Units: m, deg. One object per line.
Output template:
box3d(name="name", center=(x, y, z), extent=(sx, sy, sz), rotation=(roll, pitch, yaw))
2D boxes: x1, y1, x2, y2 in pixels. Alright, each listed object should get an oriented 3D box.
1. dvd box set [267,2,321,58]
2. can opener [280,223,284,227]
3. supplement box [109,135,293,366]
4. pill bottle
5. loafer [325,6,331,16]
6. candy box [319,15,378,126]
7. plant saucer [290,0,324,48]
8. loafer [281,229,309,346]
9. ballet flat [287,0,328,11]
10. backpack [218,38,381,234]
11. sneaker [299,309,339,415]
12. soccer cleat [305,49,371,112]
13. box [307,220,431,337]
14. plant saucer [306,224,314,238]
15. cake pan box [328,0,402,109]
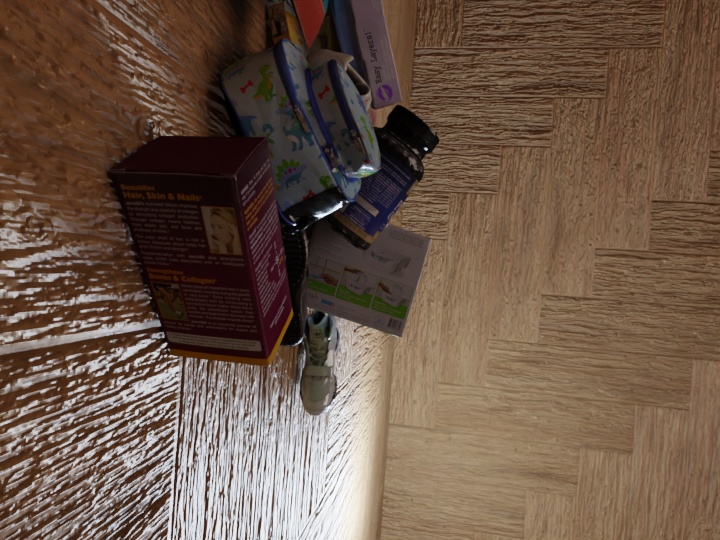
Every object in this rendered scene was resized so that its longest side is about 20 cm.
box3d(name="dvd box set", center=(-0.080, -0.279, 0.776), extent=(0.146, 0.029, 0.203), rotation=(-36, 116, -72))
box3d(name="can opener", center=(-0.130, -0.017, 0.692), extent=(0.053, 0.065, 0.203), rotation=(-111, -156, -64))
box3d(name="supplement box", center=(-0.136, -0.016, 0.481), extent=(0.086, 0.109, 0.202), rotation=(-72, 163, -55))
box3d(name="pill bottle", center=(0.025, -0.141, 0.772), extent=(0.201, 0.112, 0.112), rotation=(-52, 173, 7))
box3d(name="loafer", center=(-0.052, -0.500, 0.889), extent=(0.202, 0.072, 0.073), rotation=(83, 20, -44))
box3d(name="candy box", center=(-0.023, -0.340, 0.923), extent=(0.056, 0.115, 0.203), rotation=(31, -60, 58))
box3d(name="plant saucer", center=(-0.091, -0.393, 0.564), extent=(0.200, 0.036, 0.202), rotation=(70, 1, -70))
box3d(name="loafer", center=(-0.114, 0.011, 0.771), extent=(0.071, 0.072, 0.203), rotation=(-89, -176, -70))
box3d(name="ballet flat", center=(-0.080, -0.398, 0.720), extent=(0.200, 0.070, 0.070), rotation=(-102, -160, -71))
box3d(name="backpack", center=(-0.063, -0.175, 0.623), extent=(0.202, 0.146, 0.183), rotation=(62, 12, -11))
box3d(name="sneaker", center=(-0.083, 0.163, 0.968), extent=(0.116, 0.074, 0.202), rotation=(81, 11, -50))
box3d(name="soccer cleat", center=(-0.015, -0.233, 0.748), extent=(0.071, 0.085, 0.200), rotation=(-68, 151, -18))
box3d(name="box", center=(0.000, 0.000, 0.882), extent=(0.097, 0.197, 0.179), rotation=(133, -26, -85))
box3d(name="plant saucer", center=(-0.104, -0.147, 0.825), extent=(0.200, 0.036, 0.204), rotation=(5, 90, -80))
box3d(name="cake pan box", center=(0.002, -0.354, 0.787), extent=(0.185, 0.052, 0.202), rotation=(-111, -175, -66))
